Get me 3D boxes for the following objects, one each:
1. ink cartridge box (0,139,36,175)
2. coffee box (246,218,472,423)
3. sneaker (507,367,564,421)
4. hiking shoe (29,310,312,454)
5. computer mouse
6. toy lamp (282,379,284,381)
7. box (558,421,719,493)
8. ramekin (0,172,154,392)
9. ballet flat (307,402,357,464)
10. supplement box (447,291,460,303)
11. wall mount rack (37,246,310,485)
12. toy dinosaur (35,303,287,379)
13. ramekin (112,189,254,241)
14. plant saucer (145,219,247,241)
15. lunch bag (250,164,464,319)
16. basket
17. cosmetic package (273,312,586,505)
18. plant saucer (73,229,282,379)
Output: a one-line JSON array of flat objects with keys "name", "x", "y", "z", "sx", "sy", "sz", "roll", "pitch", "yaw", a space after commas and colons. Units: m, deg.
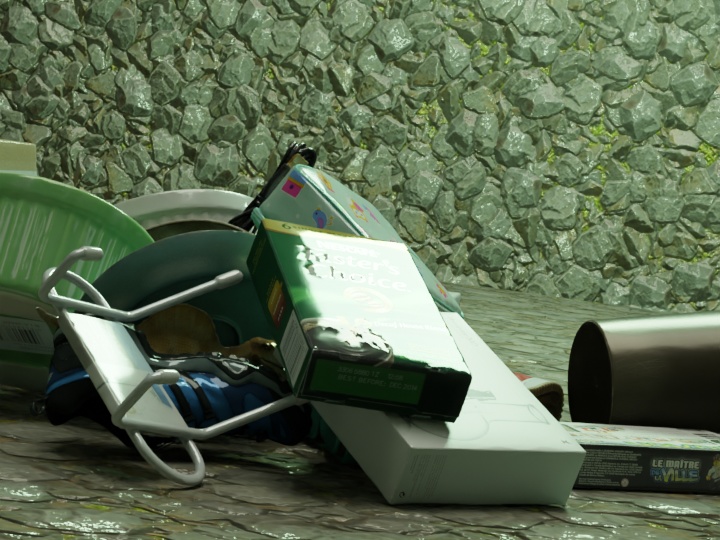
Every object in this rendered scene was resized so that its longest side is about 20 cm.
[{"name": "ink cartridge box", "x": -0.350, "y": -0.015, "z": 1.875, "sx": 0.075, "sy": 0.200, "sz": 0.165, "roll": -1, "pitch": 2, "yaw": 24}, {"name": "coffee box", "x": -0.005, "y": 0.032, "z": 1.539, "sx": 0.123, "sy": 0.044, "sz": 0.200, "roll": 10, "pitch": 25, "yaw": -17}, {"name": "sneaker", "x": 0.085, "y": 0.106, "z": 1.819, "sx": 0.112, "sy": 0.071, "sz": 0.200, "roll": 13, "pitch": -1, "yaw": 27}, {"name": "hiking shoe", "x": -0.135, "y": 0.102, "z": 1.565, "sx": 0.200, "sy": 0.087, "sz": 0.074, "roll": 18, "pitch": -30, "yaw": -8}, {"name": "computer mouse", "x": -0.048, "y": -0.040, "z": 1.949, "sx": 0.044, "sy": 0.110, "sz": 0.200, "roll": 33, "pitch": -4, "yaw": 32}, {"name": "toy lamp", "x": -0.086, "y": 0.090, "z": 1.909, "sx": 0.200, "sy": 0.058, "sz": 0.058, "roll": 10, "pitch": 4, "yaw": 8}, {"name": "box", "x": 0.213, "y": 0.146, "z": 1.700, "sx": 0.200, "sy": 0.035, "sz": 0.110, "roll": 5, "pitch": 4, "yaw": -23}, {"name": "ramekin", "x": -0.265, "y": 0.017, "z": 1.729, "sx": 0.200, "sy": 0.098, "sz": 0.200, "roll": 10, "pitch": -30, "yaw": 6}, {"name": "ballet flat", "x": -0.005, "y": 0.111, "z": 1.675, "sx": 0.070, "sy": 0.067, "sz": 0.200, "roll": 11, "pitch": 8, "yaw": -15}, {"name": "supplement box", "x": 0.033, "y": 0.069, "z": 2.062, "sx": 0.103, "sy": 0.101, "sz": 0.200, "roll": 7, "pitch": 4, "yaw": 6}, {"name": "wall mount rack", "x": -0.128, "y": 0.055, "z": 1.498, "sx": 0.174, "sy": 0.075, "sz": 0.200, "roll": 14, "pitch": 35, "yaw": -54}, {"name": "toy dinosaur", "x": -0.153, "y": 0.069, "z": 1.636, "sx": 0.200, "sy": 0.101, "sz": 0.058, "roll": 10, "pitch": 21, "yaw": -13}, {"name": "ramekin", "x": -0.166, "y": 0.017, "z": 1.974, "sx": 0.200, "sy": 0.105, "sz": 0.200, "roll": -10, "pitch": -23, "yaw": -4}, {"name": "plant saucer", "x": -0.160, "y": 0.042, "z": 1.818, "sx": 0.200, "sy": 0.200, "sz": 0.032, "roll": 8, "pitch": -37, "yaw": 26}, {"name": "lunch bag", "x": 0.000, "y": 0.000, "z": 1.850, "sx": 0.160, "sy": 0.077, "sz": 0.200, "roll": 51, "pitch": 10, "yaw": 29}, {"name": "basket", "x": 0.289, "y": 0.097, "z": 1.843, "sx": 0.200, "sy": 0.136, "sz": 0.180, "roll": 0, "pitch": -21, "yaw": -15}, {"name": "cosmetic package", "x": 0.047, "y": 0.095, "z": 1.562, "sx": 0.151, "sy": 0.052, "sz": 0.200, "roll": 6, "pitch": 26, "yaw": -33}, {"name": "plant saucer", "x": -0.126, "y": 0.051, "z": 1.675, "sx": 0.200, "sy": 0.200, "sz": 0.027, "roll": 5, "pitch": 41, "yaw": -25}]
